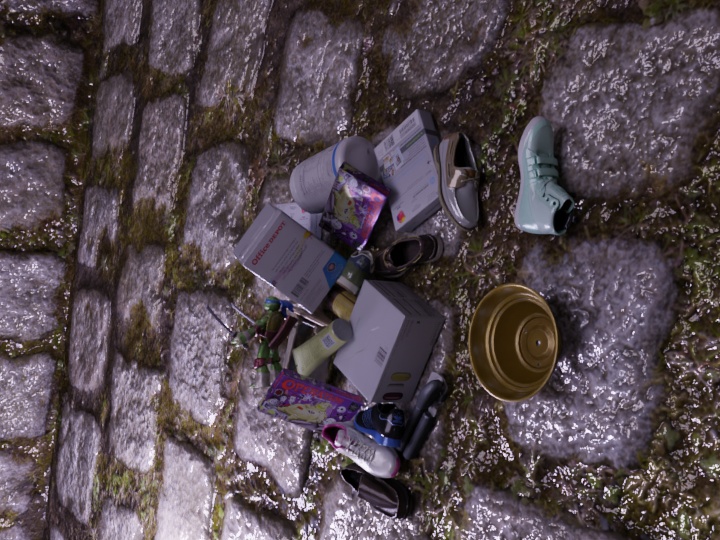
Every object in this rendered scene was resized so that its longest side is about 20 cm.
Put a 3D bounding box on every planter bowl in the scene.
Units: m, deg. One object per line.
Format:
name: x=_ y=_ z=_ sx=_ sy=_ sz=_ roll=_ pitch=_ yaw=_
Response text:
planter bowl: x=0.286 y=0.125 z=1.431 sx=0.199 sy=0.083 sz=0.203 roll=-9 pitch=78 yaw=51

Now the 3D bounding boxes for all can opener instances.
can opener: x=0.117 y=0.288 z=1.645 sx=0.053 sy=0.066 sz=0.202 roll=47 pitch=126 yaw=43

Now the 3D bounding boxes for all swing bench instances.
swing bench: x=-0.133 y=0.187 z=1.920 sx=0.199 sy=0.129 sz=0.201 roll=30 pitch=108 yaw=43

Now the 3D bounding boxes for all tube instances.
tube: x=-0.089 y=0.165 z=1.757 sx=0.200 sy=0.052 sz=0.058 roll=-42 pitch=17 yaw=44

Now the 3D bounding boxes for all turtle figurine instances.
turtle figurine: x=-0.239 y=0.159 z=1.843 sx=0.144 sy=0.198 sz=0.196 roll=169 pitch=97 yaw=-80

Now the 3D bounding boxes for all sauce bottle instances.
sauce bottle: x=-0.032 y=0.077 z=1.852 sx=0.200 sy=0.064 sz=0.065 roll=37 pitch=114 yaw=49

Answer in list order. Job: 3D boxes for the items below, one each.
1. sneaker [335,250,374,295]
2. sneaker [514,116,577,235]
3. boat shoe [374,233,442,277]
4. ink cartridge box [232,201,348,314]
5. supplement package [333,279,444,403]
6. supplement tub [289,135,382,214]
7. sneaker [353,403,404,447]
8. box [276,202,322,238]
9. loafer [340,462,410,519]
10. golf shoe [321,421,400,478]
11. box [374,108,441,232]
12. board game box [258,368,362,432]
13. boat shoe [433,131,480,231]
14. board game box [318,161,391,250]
sneaker: x=0.000 y=0.000 z=1.770 sx=0.067 sy=0.200 sz=0.090 roll=35 pitch=94 yaw=2
sneaker: x=0.329 y=-0.159 z=1.414 sx=0.118 sy=0.073 sz=0.203 roll=21 pitch=112 yaw=57
boat shoe: x=0.084 y=-0.031 z=1.721 sx=0.199 sy=0.059 sz=0.073 roll=-17 pitch=73 yaw=49
ink cartridge box: x=-0.159 y=-0.031 z=1.859 sx=0.147 sy=0.199 sz=0.146 roll=-53 pitch=22 yaw=0
supplement package: x=0.056 y=0.145 z=1.696 sx=0.156 sy=0.110 sz=0.202 roll=41 pitch=118 yaw=46
supplement tub: x=-0.054 y=-0.211 z=1.858 sx=0.199 sy=0.131 sz=0.134 roll=-19 pitch=72 yaw=50
sneaker: x=0.043 y=0.306 z=1.709 sx=0.200 sy=0.069 sz=0.079 roll=-171 pitch=93 yaw=-69
box: x=-0.157 y=-0.066 z=2.044 sx=0.155 sy=0.041 sz=0.203 roll=-1 pitch=86 yaw=51
loafer: x=0.026 y=0.464 z=1.729 sx=0.199 sy=0.071 sz=0.074 roll=19 pitch=100 yaw=51
golf shoe: x=-0.004 y=0.374 z=1.722 sx=0.199 sy=0.091 sz=0.076 roll=21 pitch=89 yaw=45
box: x=0.109 y=-0.206 z=1.713 sx=0.156 sy=0.041 sz=0.202 roll=-38 pitch=57 yaw=44
board game box: x=-0.109 y=0.292 z=1.806 sx=0.121 sy=0.198 sz=0.032 roll=-56 pitch=25 yaw=23
boat shoe: x=0.192 y=-0.175 z=1.590 sx=0.068 sy=0.074 sz=0.202 roll=-41 pitch=55 yaw=47
board game box: x=-0.015 y=-0.133 z=1.779 sx=0.032 sy=0.119 sz=0.201 roll=-60 pitch=-4 yaw=-38
